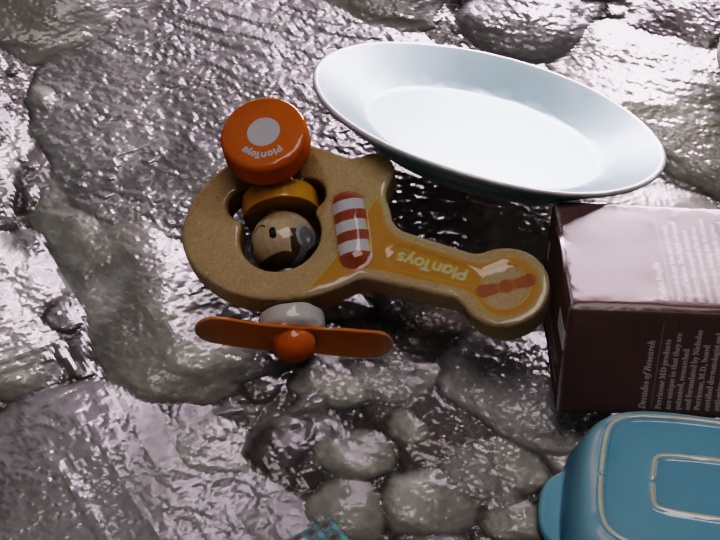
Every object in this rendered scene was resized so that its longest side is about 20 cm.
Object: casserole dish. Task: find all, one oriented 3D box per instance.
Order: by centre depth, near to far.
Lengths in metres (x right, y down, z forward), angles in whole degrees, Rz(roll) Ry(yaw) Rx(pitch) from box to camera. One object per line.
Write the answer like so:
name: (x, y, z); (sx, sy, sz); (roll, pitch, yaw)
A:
casserole dish: (0.189, 0.122, 1.391); (0.199, 0.039, 0.121); (8, 46, 0)

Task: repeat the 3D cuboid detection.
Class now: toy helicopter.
toy helicopter: (0.000, 0.000, 1.456); (0.200, 0.079, 0.132); (15, 62, 18)

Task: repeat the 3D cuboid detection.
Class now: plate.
plate: (0.068, -0.076, 1.542); (0.200, 0.026, 0.200); (12, 24, -6)

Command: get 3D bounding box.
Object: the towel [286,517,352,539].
towel: (-0.014, 0.209, 1.294); (0.146, 0.022, 0.200); (-24, 53, -27)

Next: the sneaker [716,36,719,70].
sneaker: (0.250, -0.125, 1.588); (0.076, 0.105, 0.200); (2, 46, -5)

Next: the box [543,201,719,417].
box: (0.197, 0.023, 1.452); (0.199, 0.075, 0.100); (4, 33, -4)
